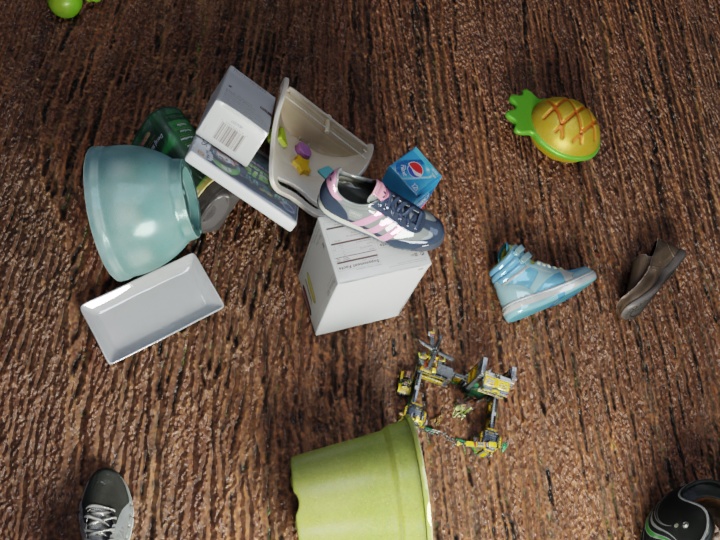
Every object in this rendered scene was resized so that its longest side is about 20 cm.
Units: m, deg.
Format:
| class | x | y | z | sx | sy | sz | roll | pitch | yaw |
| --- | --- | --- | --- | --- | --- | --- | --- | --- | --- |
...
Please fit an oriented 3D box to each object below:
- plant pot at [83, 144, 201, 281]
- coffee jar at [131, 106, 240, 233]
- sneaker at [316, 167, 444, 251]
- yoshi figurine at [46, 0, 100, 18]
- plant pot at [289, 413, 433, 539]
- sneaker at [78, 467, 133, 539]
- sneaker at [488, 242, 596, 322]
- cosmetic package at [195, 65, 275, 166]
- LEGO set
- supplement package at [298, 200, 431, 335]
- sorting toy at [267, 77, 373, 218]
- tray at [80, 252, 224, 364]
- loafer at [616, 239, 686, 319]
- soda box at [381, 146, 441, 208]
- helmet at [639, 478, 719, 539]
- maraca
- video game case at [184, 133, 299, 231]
| class | x | y | z | sx | sy | sz | roll | pitch | yaw |
| --- | --- | --- | --- | --- | --- | --- | --- | --- | --- |
| plant pot | -0.315 | -0.096 | 1.214 | 0.131 | 0.201 | 0.205 | -10 | 67 | 0 |
| coffee jar | -0.281 | -0.163 | 1.325 | 0.201 | 0.105 | 0.085 | 49 | 29 | 11 |
| sneaker | 0.036 | -0.088 | 1.159 | 0.195 | 0.082 | 0.071 | 17 | 60 | -6 |
| yoshi figurine | -0.518 | -0.530 | 1.460 | 0.112 | 0.111 | 0.203 | 51 | 37 | -33 |
| plant pot | -0.005 | 0.318 | 1.140 | 0.179 | 0.201 | 0.205 | -7 | 66 | -5 |
| sneaker | -0.337 | 0.353 | 1.061 | 0.073 | 0.116 | 0.205 | 1 | 65 | -14 |
| sneaker | 0.315 | -0.002 | 1.426 | 0.196 | 0.080 | 0.133 | -18 | 72 | -23 |
| cosmetic package | -0.202 | -0.259 | 1.338 | 0.101 | 0.074 | 0.201 | 32 | 24 | -19 |
| LEGO set | 0.158 | 0.198 | 1.265 | 0.197 | 0.116 | 0.156 | 25 | 61 | -2 |
| supplement package | 0.000 | 0.000 | 1.270 | 0.152 | 0.201 | 0.113 | -12 | 67 | -19 |
| sorting toy | -0.090 | -0.180 | 1.346 | 0.198 | 0.106 | 0.183 | 33 | 45 | -26 |
| tray | -0.322 | 0.059 | 1.258 | 0.197 | 0.022 | 0.109 | -27 | 76 | -25 |
| loafer | 0.519 | 0.014 | 1.485 | 0.071 | 0.074 | 0.199 | 39 | 56 | 18 |
| soda box | 0.063 | -0.111 | 1.339 | 0.064 | 0.201 | 0.068 | -37 | 78 | -27 |
| helmet | 0.514 | 0.424 | 1.214 | 0.195 | 0.191 | 0.205 | 1 | 99 | 4 |
| maraca | 0.371 | -0.279 | 1.554 | 0.196 | 0.108 | 0.139 | 21 | 54 | -4 |
| video game case | -0.183 | -0.163 | 1.312 | 0.198 | 0.023 | 0.183 | 34 | 23 | -18 |
